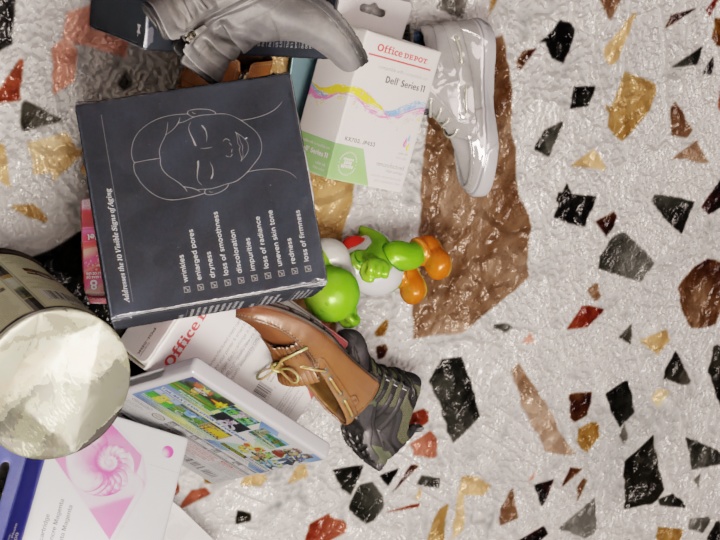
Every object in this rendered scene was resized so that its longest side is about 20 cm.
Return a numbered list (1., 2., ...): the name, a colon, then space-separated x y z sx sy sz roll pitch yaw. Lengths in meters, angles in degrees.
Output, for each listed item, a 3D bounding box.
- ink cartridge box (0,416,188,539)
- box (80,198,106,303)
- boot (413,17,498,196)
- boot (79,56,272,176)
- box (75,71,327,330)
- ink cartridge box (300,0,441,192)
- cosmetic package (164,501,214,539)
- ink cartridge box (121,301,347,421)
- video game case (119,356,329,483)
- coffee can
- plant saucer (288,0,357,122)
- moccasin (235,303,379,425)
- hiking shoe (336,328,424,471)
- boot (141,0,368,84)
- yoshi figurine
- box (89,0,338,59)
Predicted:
1. ink cartridge box: -0.292 0.238 1.600 0.200 0.043 0.197 19 73 -22
2. box: -0.172 -0.021 1.553 0.199 0.100 0.096 -2 84 -8
3. boot: 0.097 -0.178 1.759 0.095 0.074 0.201 -7 101 -22
4. boot: -0.177 -0.150 1.576 0.200 0.077 0.156 0 119 -36
5. box: -0.148 -0.061 1.448 0.196 0.124 0.201 -9 85 -10
6. ink cartridge box: 0.011 -0.193 1.677 0.117 0.067 0.201 7 102 -44
7. cosmetic package: -0.240 0.272 1.715 0.083 0.051 0.200 -47 123 -13
8. ink cartridge box: -0.136 0.078 1.691 0.200 0.083 0.147 38 84 -34
9. video game case: -0.163 0.161 1.658 0.200 0.182 0.022 38 51 -34
10. coffee can: -0.324 0.076 1.508 0.146 0.200 0.147 -10 111 -27
11. plant saucer: -0.042 -0.254 1.674 0.070 0.019 0.201 0 107 -31
12. moccasin: -0.063 0.096 1.653 0.201 0.074 0.078 46 69 -43
13. hiking shoe: 0.017 0.131 1.812 0.101 0.076 0.200 -36 134 -25
14. boot: -0.098 -0.217 1.452 0.200 0.070 0.132 40 87 -23
15. yoshi figurine: 0.003 0.015 1.724 0.200 0.112 0.113 -2 101 -36
16. box: -0.142 -0.271 1.530 0.200 0.148 0.107 -3 107 -31
